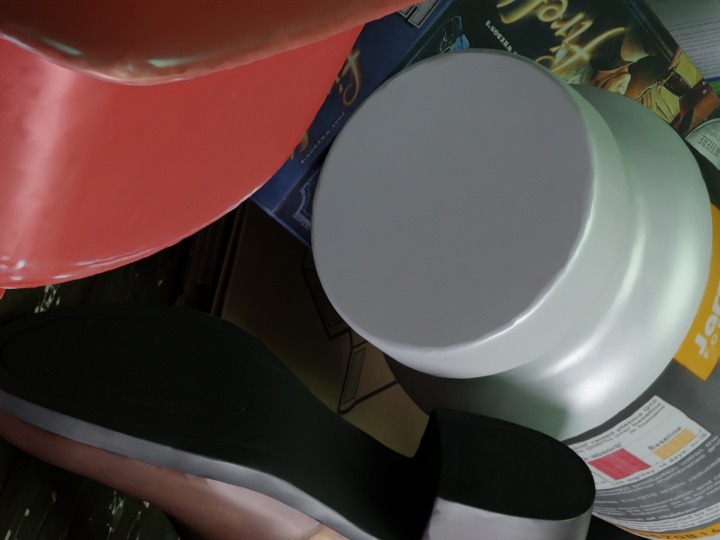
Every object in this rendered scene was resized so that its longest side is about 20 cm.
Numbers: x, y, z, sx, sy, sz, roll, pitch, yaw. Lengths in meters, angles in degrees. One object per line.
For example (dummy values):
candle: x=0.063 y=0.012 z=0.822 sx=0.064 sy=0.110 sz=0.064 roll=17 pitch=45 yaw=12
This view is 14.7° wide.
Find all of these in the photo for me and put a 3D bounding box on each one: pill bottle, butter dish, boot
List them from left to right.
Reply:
butter dish: x=-0.092 y=-0.057 z=0.667 sx=0.200 sy=0.199 sz=0.148 roll=-29 pitch=143 yaw=-56
boot: x=-0.042 y=0.115 z=0.847 sx=0.069 sy=0.187 sz=0.201 roll=-91 pitch=-163 yaw=-55
pill bottle: x=0.073 y=0.010 z=0.883 sx=0.200 sy=0.116 sz=0.117 roll=33 pitch=66 yaw=-56

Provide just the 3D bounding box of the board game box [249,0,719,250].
board game box: x=0.047 y=-0.041 z=0.939 sx=0.136 sy=0.035 sz=0.200 roll=-50 pitch=146 yaw=1

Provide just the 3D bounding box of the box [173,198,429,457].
box: x=0.000 y=0.000 z=0.984 sx=0.200 sy=0.021 sz=0.164 roll=36 pitch=63 yaw=-58

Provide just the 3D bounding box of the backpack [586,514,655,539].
backpack: x=0.129 y=0.106 z=1.063 sx=0.191 sy=0.153 sz=0.201 roll=53 pitch=50 yaw=-41

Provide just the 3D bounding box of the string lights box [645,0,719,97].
string lights box: x=0.150 y=-0.057 z=1.137 sx=0.200 sy=0.102 sz=0.059 roll=59 pitch=38 yaw=-36
